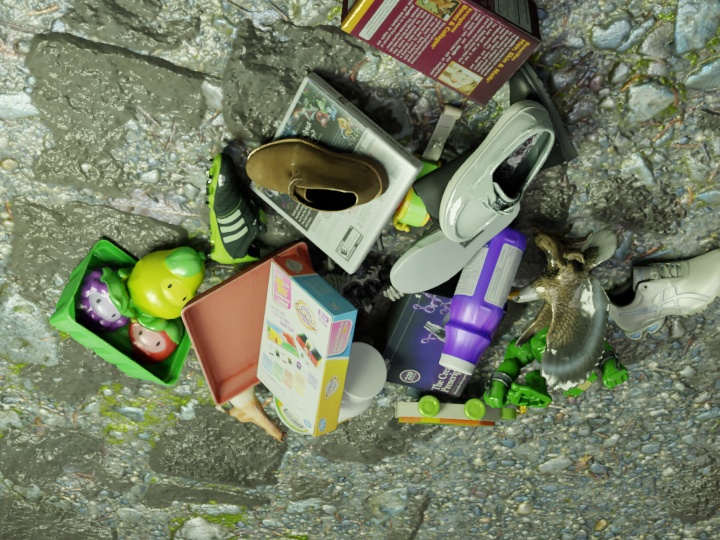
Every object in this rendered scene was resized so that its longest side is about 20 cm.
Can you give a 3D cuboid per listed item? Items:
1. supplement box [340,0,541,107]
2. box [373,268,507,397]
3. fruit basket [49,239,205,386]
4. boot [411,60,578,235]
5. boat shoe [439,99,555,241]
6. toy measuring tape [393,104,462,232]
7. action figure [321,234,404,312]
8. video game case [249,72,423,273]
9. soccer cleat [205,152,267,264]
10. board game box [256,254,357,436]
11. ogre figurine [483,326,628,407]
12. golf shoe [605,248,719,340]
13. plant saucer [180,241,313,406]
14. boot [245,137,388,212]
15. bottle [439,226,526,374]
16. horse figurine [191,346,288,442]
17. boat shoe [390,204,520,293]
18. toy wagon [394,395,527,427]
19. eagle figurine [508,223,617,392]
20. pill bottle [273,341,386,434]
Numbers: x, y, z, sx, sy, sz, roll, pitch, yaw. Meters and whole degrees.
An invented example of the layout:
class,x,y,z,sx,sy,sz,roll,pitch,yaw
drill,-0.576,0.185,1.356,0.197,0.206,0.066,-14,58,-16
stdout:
class,x,y,z,sx,sy,sz,roll,pitch,yaw
supplement box,0.091,-0.287,1.371,0.200,0.086,0.110,25,131,-21
box,0.110,0.082,1.749,0.141,0.079,0.200,15,134,-8
fruit basket,-0.301,0.049,1.699,0.215,0.156,0.216,13,148,8
boot,0.149,-0.148,1.485,0.200,0.066,0.165,-28,127,9
boat shoe,0.160,-0.104,1.432,0.070,0.072,0.201,18,120,-26
toy measuring tape,0.084,-0.117,1.553,0.073,0.074,0.200,15,134,-12
action figure,0.000,0.000,1.654,0.119,0.102,0.200,-7,133,-1
video game case,-0.035,-0.119,1.528,0.182,0.023,0.200,41,132,9
soccer cleat,-0.164,-0.083,1.609,0.081,0.068,0.200,-1,142,-5
board game box,-0.076,0.102,1.658,0.040,0.153,0.200,-14,129,-34
ogre figurine,0.278,0.134,1.761,0.200,0.120,0.098,-31,122,28
golf shoe,0.421,0.021,1.674,0.097,0.078,0.200,36,125,-22
plant saucer,-0.149,0.069,1.714,0.199,0.037,0.200,-30,134,-18
boot,-0.070,-0.114,1.491,0.200,0.075,0.074,11,123,32
bottle,0.159,0.038,1.617,0.065,0.200,0.084,21,173,-11
horse figurine,-0.188,0.169,1.822,0.132,0.050,0.200,24,139,43
boat shoe,0.120,-0.046,1.590,0.200,0.057,0.069,-37,124,10
toy wagon,0.154,0.216,1.847,0.200,0.040,0.155,4,172,-1
eagle figurine,0.268,0.039,1.647,0.151,0.152,0.200,6,123,32
pill bottle,-0.042,0.167,1.771,0.111,0.111,0.200,22,154,-19
